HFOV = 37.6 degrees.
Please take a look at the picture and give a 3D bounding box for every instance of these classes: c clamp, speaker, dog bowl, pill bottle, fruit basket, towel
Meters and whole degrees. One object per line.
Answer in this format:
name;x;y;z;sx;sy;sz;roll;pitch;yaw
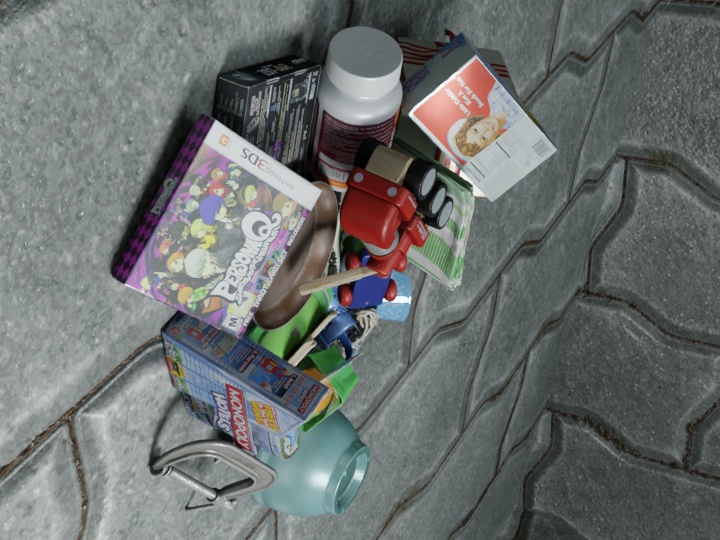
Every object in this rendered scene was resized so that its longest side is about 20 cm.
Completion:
c clamp;-0.201;0.272;1.378;0.200;0.170;0.027;53;27;-51
speaker;-0.118;0.078;1.422;0.200;0.088;0.089;-49;152;-40
dog bowl;0.030;-0.020;1.603;0.111;0.049;0.202;158;-74;-72
pill bottle;-0.007;-0.201;1.337;0.110;0.109;0.201;-52;166;-35
fruit basket;-0.106;0.189;1.509;0.199;0.094;0.185;-25;168;-39
towel;0.087;-0.075;1.453;0.023;0.152;0.201;-40;151;-30

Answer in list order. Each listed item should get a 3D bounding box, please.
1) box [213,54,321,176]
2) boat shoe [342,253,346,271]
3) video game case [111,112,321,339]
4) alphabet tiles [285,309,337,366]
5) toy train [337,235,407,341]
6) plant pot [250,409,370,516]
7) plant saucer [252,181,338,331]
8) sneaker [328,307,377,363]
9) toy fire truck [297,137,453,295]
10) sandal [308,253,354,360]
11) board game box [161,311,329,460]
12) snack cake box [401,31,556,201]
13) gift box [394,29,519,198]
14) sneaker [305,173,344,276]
box;-0.118;-0.143;1.260;0.160;0.043;0.201;-34;141;-55
boat shoe;0.035;-0.020;1.708;0.201;0.071;0.071;-34;141;-53
video game case;-0.154;-0.044;1.173;0.181;0.036;0.201;31;87;-45
alphabet tiles;-0.101;0.131;1.468;0.196;0.015;0.200;-48;-179;-5
toy train;0.000;0.000;1.530;0.201;0.084;0.116;105;-25;-51
plant pot;-0.067;0.310;1.701;0.200;0.133;0.201;-49;152;-39
plant saucer;-0.093;-0.022;1.336;0.200;0.032;0.201;-50;152;-39
sneaker;-0.035;0.116;1.698;0.201;0.077;0.086;-56;169;-12
toy fire truck;0.007;-0.046;1.322;0.201;0.128;0.176;-63;160;-8
sandal;-0.043;0.064;1.584;0.079;0.087;0.201;-33;136;-51
board game box;-0.135;0.158;1.299;0.062;0.199;0.201;-51;153;-37
snack cake box;0.152;-0.196;1.381;0.115;0.067;0.200;-37;128;16
gift box;0.108;-0.226;1.502;0.185;0.198;0.188;-103;-159;-54
sneaker;-0.046;-0.058;1.489;0.089;0.076;0.201;-50;156;-56
